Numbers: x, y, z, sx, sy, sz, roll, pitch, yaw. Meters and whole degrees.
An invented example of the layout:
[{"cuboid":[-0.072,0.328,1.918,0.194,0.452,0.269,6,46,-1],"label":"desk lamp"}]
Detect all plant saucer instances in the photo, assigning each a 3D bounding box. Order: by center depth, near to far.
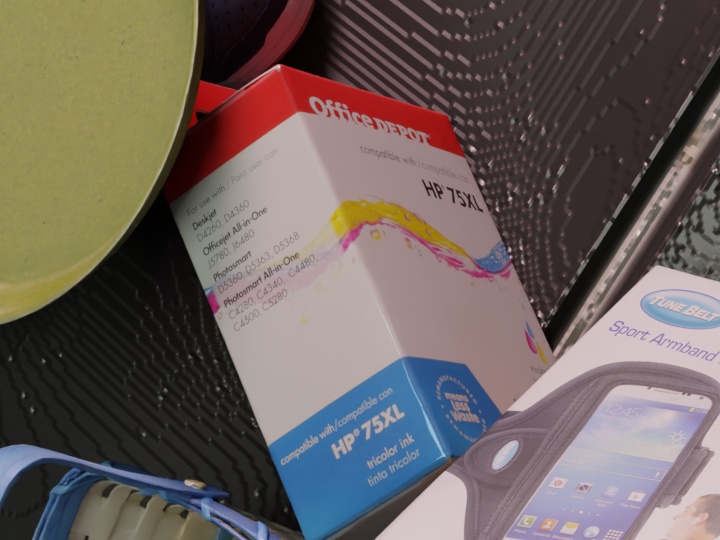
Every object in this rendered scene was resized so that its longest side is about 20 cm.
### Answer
[{"cuboid":[-0.127,-0.076,1.029,0.199,0.031,0.201,-7,78,36],"label":"plant saucer"}]

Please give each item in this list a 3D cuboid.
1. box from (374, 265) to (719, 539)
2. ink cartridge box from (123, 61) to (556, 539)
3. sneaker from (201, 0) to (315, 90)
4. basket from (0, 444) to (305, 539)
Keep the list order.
[{"cuboid":[0.100,0.067,0.909,0.119,0.042,0.200,16,49,43],"label":"box"},{"cuboid":[0.000,0.000,1.016,0.067,0.116,0.201,-34,67,25],"label":"ink cartridge box"},{"cuboid":[-0.121,-0.098,1.114,0.199,0.108,0.071,-16,75,31],"label":"sneaker"},{"cuboid":[-0.085,0.158,0.997,0.139,0.200,0.177,18,92,33],"label":"basket"}]
